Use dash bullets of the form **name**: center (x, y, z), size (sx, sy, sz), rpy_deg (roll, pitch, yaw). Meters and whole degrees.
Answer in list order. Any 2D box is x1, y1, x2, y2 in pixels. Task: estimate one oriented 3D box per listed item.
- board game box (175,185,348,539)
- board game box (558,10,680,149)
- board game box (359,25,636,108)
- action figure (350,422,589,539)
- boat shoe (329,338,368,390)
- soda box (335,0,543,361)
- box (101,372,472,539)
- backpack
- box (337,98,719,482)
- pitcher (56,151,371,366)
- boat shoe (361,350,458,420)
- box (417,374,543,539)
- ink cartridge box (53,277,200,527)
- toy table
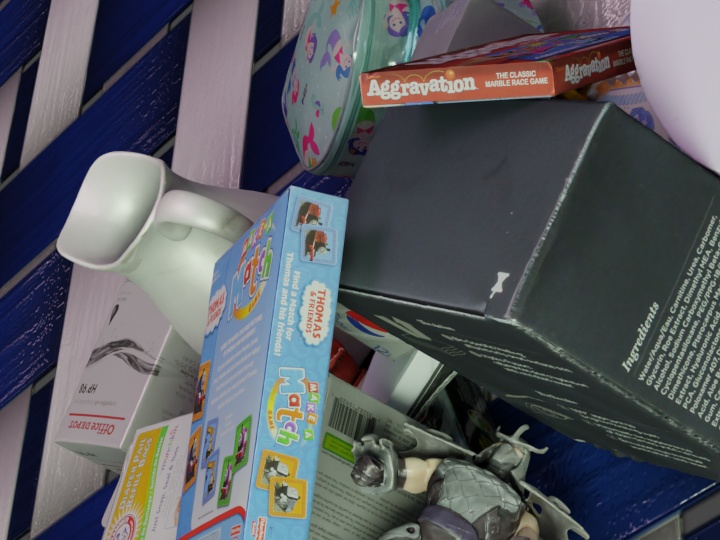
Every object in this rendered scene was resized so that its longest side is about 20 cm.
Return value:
- **board game box**: center (-0.054, 0.075, 1.098), size (0.151, 0.036, 0.201), rpy_deg (142, 137, -67)
- **board game box**: center (0.193, -0.124, 1.272), size (0.200, 0.026, 0.200), rpy_deg (-47, 30, 25)
- **board game box**: center (0.090, -0.107, 1.121), size (0.102, 0.200, 0.020), rpy_deg (-3, 100, 28)
- **action figure**: center (0.035, 0.143, 1.107), size (0.130, 0.070, 0.200), rpy_deg (22, 49, 29)
- **boat shoe**: center (-0.050, 0.089, 1.384), size (0.071, 0.062, 0.200), rpy_deg (-56, 4, -26)
- **soda box**: center (0.042, -0.054, 1.228), size (0.063, 0.068, 0.201), rpy_deg (-31, 31, 61)
- **box**: center (-0.048, 0.141, 1.242), size (0.200, 0.112, 0.102), rpy_deg (-18, 49, 49)
- **backpack**: center (0.040, -0.117, 1.390), size (0.200, 0.150, 0.178), rpy_deg (-116, 37, -48)
- **box**: center (0.114, 0.009, 1.093), size (0.196, 0.199, 0.118), rpy_deg (10, 72, 60)
- **pitcher**: center (-0.072, 0.001, 1.407), size (0.171, 0.199, 0.122), rpy_deg (7, 69, 60)
- **boat shoe**: center (0.071, 0.019, 1.256), size (0.200, 0.068, 0.074), rpy_deg (-59, 16, -1)
- **box**: center (0.029, 0.145, 1.276), size (0.137, 0.040, 0.200), rpy_deg (-51, 29, 19)
- **ink cartridge box**: center (-0.152, 0.087, 1.601), size (0.116, 0.067, 0.201), rpy_deg (-3, 61, 57)
- **toy table**: center (0.218, -0.099, 1.082), size (0.183, 0.117, 0.201), rpy_deg (-25, 50, 32)
